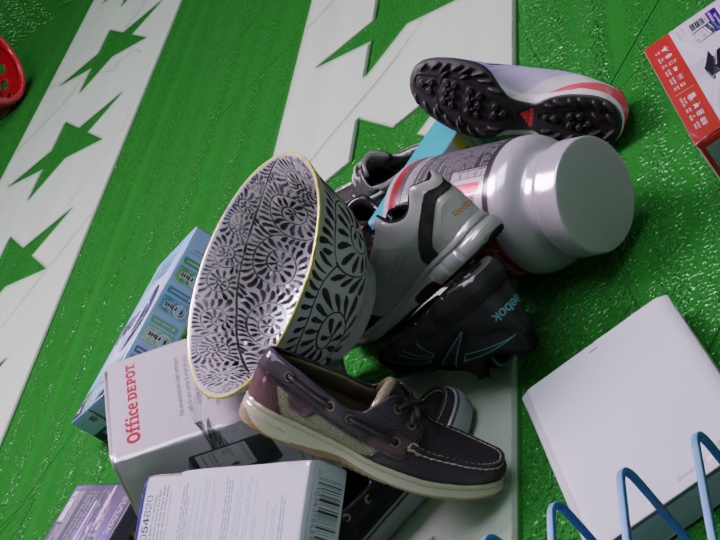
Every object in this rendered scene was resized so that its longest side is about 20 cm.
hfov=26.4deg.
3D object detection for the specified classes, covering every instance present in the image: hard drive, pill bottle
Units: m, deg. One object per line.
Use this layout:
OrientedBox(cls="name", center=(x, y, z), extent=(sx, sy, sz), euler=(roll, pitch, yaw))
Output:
OrientedBox(cls="hard drive", center=(0.188, 0.105, 1.040), extent=(0.132, 0.026, 0.200), euler=(-37, 24, 10))
OrientedBox(cls="pill bottle", center=(0.121, -0.050, 1.283), extent=(0.200, 0.116, 0.116), euler=(-9, 40, 50))

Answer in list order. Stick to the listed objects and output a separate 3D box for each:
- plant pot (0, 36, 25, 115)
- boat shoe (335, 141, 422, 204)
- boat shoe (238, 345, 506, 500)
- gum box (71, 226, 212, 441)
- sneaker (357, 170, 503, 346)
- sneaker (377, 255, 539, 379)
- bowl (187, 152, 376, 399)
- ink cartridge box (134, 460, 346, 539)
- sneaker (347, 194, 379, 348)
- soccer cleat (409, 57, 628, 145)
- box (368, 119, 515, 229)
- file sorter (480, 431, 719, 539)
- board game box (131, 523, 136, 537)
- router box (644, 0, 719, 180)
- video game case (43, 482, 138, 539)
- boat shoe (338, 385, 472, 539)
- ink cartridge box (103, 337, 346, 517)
OrientedBox(cls="plant pot", center=(-0.795, -0.371, 3.047), extent=(0.182, 0.200, 0.201), euler=(-32, 26, 30))
OrientedBox(cls="boat shoe", center=(0.027, -0.092, 1.542), extent=(0.199, 0.071, 0.072), euler=(-17, 34, 43))
OrientedBox(cls="boat shoe", center=(0.013, 0.108, 1.103), extent=(0.072, 0.199, 0.065), euler=(-58, -15, -71))
OrientedBox(cls="gum box", center=(-0.216, 0.068, 1.571), extent=(0.201, 0.044, 0.170), euler=(-64, 12, -21))
OrientedBox(cls="sneaker", center=(0.036, -0.010, 1.252), extent=(0.074, 0.080, 0.200), euler=(-43, -2, -45))
OrientedBox(cls="sneaker", center=(0.075, 0.058, 1.227), extent=(0.075, 0.079, 0.200), euler=(-43, 1, -25))
OrientedBox(cls="bowl", center=(-0.049, 0.016, 1.218), extent=(0.201, 0.094, 0.202), euler=(-38, 42, 44))
OrientedBox(cls="ink cartridge box", center=(-0.100, 0.243, 1.126), extent=(0.199, 0.041, 0.201), euler=(-11, 64, 45))
OrientedBox(cls="sneaker", center=(0.000, 0.000, 1.415), extent=(0.077, 0.084, 0.200), euler=(-33, 26, 19))
OrientedBox(cls="soccer cleat", center=(0.144, -0.157, 1.397), extent=(0.199, 0.069, 0.073), euler=(12, 28, 14))
OrientedBox(cls="box", center=(0.091, -0.090, 1.431), extent=(0.049, 0.082, 0.200), euler=(-10, 40, 49))
OrientedBox(cls="file sorter", center=(0.138, 0.200, 0.844), extent=(0.200, 0.123, 0.139), euler=(-31, 26, 23))
OrientedBox(cls="board game box", center=(-0.133, 0.160, 1.391), extent=(0.101, 0.048, 0.200), euler=(-26, 29, 29))
OrientedBox(cls="router box", center=(0.337, -0.178, 1.256), extent=(0.179, 0.049, 0.200), euler=(-35, 25, 15))
OrientedBox(cls="video game case", center=(-0.258, 0.257, 1.387), extent=(0.143, 0.019, 0.200), euler=(-61, 20, -21))
OrientedBox(cls="boat shoe", center=(0.011, 0.159, 1.171), extent=(0.200, 0.057, 0.069), euler=(-51, 26, -18))
OrientedBox(cls="ink cartridge box", center=(-0.107, 0.117, 1.291), extent=(0.199, 0.084, 0.146), euler=(-18, 32, 0))
